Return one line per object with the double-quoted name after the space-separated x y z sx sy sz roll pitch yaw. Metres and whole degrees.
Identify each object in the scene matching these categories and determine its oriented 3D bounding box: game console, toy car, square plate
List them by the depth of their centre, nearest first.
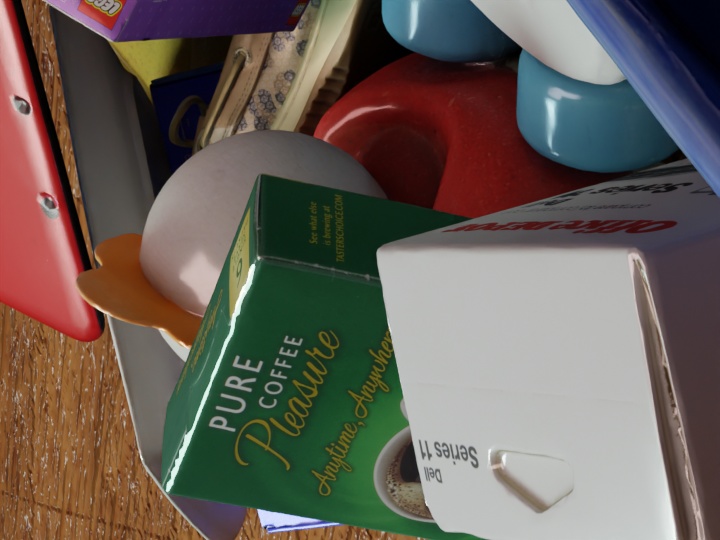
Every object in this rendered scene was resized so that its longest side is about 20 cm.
0.000 0.000 1.006 0.177 0.200 0.185 43 142 47 "toy car"
-0.154 -0.098 1.125 0.173 0.118 0.200 -75 -19 -48 "game console"
-0.083 0.007 1.197 0.200 0.028 0.199 67 -171 -73 "square plate"

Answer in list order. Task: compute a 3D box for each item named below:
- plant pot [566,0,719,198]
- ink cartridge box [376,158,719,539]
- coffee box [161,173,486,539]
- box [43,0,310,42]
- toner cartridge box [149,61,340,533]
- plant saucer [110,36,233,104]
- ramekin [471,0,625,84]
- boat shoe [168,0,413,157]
0.134 -0.146 0.585 0.200 0.179 0.200 57 148 32 "plant pot"
0.124 0.008 0.758 0.147 0.200 0.083 0 105 63 "ink cartridge box"
0.044 0.039 0.937 0.123 0.199 0.044 112 163 -44 "coffee box"
-0.099 -0.128 0.972 0.137 0.200 0.039 32 103 10 "box"
-0.018 0.006 1.189 0.095 0.043 0.201 -10 97 37 "toner cartridge box"
-0.087 -0.150 1.270 0.200 0.048 0.200 48 144 42 "plant saucer"
0.055 -0.151 0.831 0.201 0.098 0.200 51 173 9 "ramekin"
-0.026 -0.075 1.106 0.063 0.073 0.200 38 113 25 "boat shoe"
